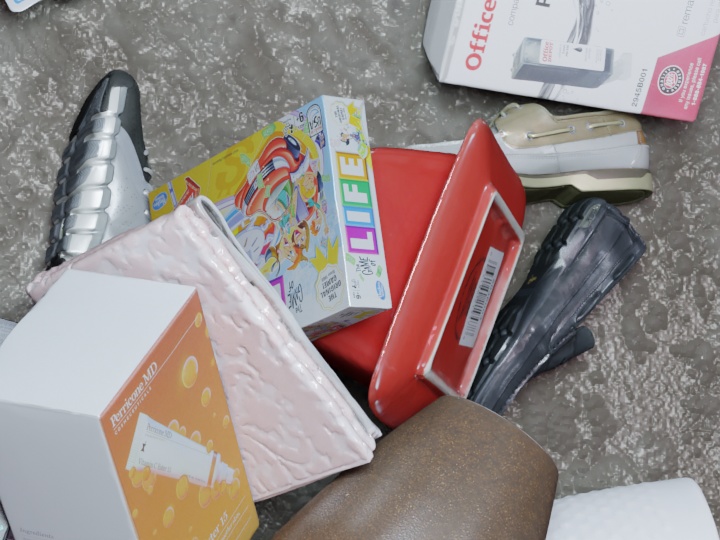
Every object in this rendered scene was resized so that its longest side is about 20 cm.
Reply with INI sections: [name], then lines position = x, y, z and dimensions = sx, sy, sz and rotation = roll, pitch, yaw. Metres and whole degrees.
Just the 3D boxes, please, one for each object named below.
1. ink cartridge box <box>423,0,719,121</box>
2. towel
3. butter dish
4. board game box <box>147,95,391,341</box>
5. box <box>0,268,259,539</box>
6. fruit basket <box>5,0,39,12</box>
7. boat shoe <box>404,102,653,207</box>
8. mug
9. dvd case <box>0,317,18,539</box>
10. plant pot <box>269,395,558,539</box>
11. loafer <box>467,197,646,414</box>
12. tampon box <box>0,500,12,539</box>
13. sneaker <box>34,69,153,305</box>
[ink cartridge box]
position = 0.159, -0.199, 1.383
dimensions = 0.199, 0.085, 0.146
rotation = 9, 114, -9
[towel]
position = -0.101, 0.058, 1.210
dimensions = 0.200, 0.191, 0.032
rotation = 53, 48, -12
[butter dish]
position = 0.013, -0.002, 1.277
dimensions = 0.148, 0.199, 0.200
rotation = 18, 82, 18
[board game box]
position = -0.062, -0.015, 1.223
dimensions = 0.034, 0.200, 0.135
rotation = 3, 72, -39
[box]
position = -0.147, 0.118, 1.172
dimensions = 0.097, 0.200, 0.124
rotation = 7, 40, 24
[fruit basket]
position = -0.211, -0.304, 1.351
dimensions = 0.185, 0.094, 0.200
rotation = -28, 84, -15
[boat shoe]
position = 0.116, -0.085, 1.396
dimensions = 0.200, 0.075, 0.069
rotation = 0, 77, -21
[mug]
position = 0.155, 0.251, 1.316
dimensions = 0.175, 0.148, 0.200
rotation = -9, 112, -2
[dvd case]
position = -0.263, 0.131, 1.300
dimensions = 0.150, 0.025, 0.200
rotation = 16, 78, -9
[plant pot]
position = 0.035, 0.185, 1.201
dimensions = 0.187, 0.187, 0.200
rotation = 36, 72, -4
[loafer]
position = 0.137, 0.041, 1.375
dimensions = 0.070, 0.068, 0.201
rotation = 38, 78, -13
[tampon box]
position = -0.316, 0.132, 1.203
dimensions = 0.200, 0.126, 0.150
rotation = 19, 69, -7
[sneaker]
position = -0.154, -0.032, 1.335
dimensions = 0.115, 0.075, 0.200
rotation = 17, 76, -23
